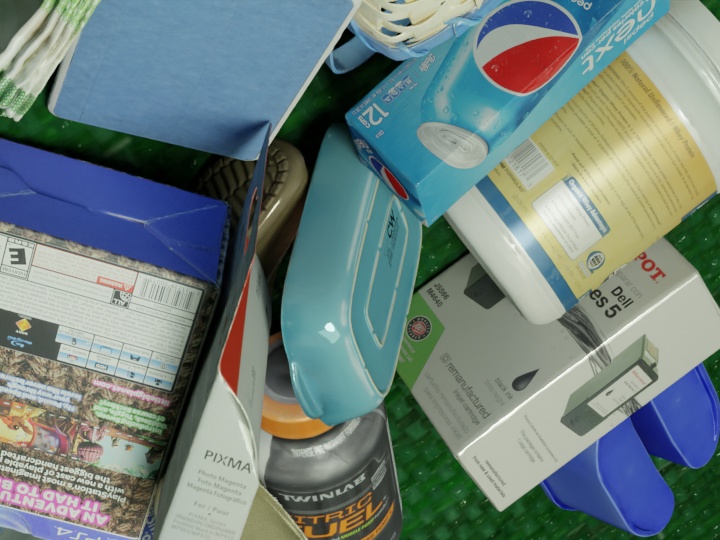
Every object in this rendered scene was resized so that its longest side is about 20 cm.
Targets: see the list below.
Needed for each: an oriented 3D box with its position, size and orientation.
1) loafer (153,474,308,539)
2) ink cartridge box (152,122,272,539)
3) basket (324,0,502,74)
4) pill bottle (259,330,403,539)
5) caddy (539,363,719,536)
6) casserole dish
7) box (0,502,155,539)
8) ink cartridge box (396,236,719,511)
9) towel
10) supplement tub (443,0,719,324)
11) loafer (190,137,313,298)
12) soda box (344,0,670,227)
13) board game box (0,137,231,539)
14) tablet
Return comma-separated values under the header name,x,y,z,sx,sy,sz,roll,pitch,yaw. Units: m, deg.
name,x,y,z,sx,sy,sz,roll,pitch,yaw
loafer,-0.060,0.189,1.023,0.076,0.068,0.200,-43,128,-19
ink cartridge box,-0.063,0.044,0.898,0.057,0.163,0.201,20,118,-11
basket,0.040,-0.197,0.870,0.176,0.139,0.200,-40,160,-6
pill bottle,-0.031,0.123,1.097,0.106,0.106,0.200,-25,144,-11
caddy,0.187,0.108,1.239,0.142,0.105,0.200,-52,137,-18
casserole dish,0.000,0.000,0.988,0.039,0.201,0.121,-3,139,19
box,-0.187,0.201,1.079,0.199,0.122,0.048,-27,133,-9
ink cartridge box,0.128,0.043,1.119,0.200,0.146,0.084,-37,133,1
towel,-0.141,-0.187,0.779,0.031,0.149,0.200,23,110,-40
supplement tub,0.147,-0.077,1.036,0.200,0.145,0.145,-38,134,2
loafer,-0.085,0.002,1.020,0.067,0.076,0.200,15,124,-40
soda box,0.087,-0.121,0.942,0.200,0.064,0.068,-43,161,-7
board game box,-0.177,0.045,0.939,0.159,0.097,0.201,16,119,-9
tablet,-0.088,-0.115,0.866,0.129,0.014,0.200,12,156,-15
